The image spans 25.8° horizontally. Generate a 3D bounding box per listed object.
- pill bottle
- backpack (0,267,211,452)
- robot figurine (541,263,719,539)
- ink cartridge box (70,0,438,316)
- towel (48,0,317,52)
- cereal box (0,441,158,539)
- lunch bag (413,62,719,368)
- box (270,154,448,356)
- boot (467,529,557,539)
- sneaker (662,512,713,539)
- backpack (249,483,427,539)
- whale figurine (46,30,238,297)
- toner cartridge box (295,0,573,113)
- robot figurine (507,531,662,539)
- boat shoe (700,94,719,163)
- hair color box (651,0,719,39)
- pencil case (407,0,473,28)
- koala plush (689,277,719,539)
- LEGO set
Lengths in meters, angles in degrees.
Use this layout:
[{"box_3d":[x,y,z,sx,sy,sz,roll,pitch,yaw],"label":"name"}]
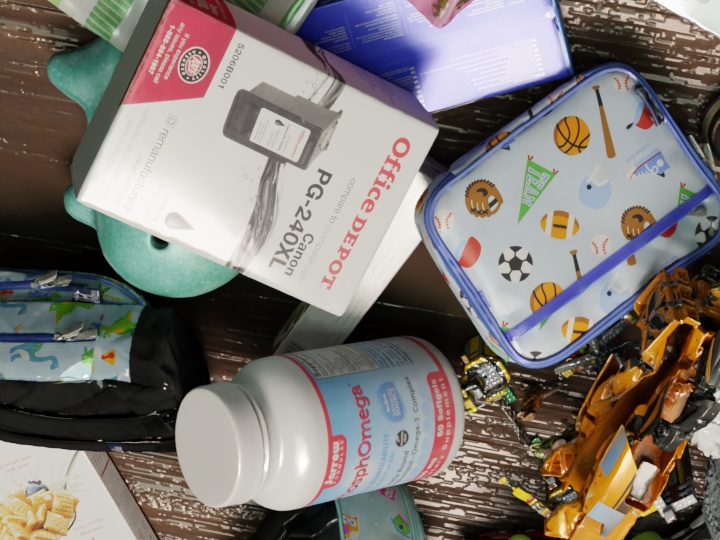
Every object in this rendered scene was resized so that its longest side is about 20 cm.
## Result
[{"box_3d":[-0.029,0.111,1.133,0.198,0.109,0.110,-8,126,-39],"label":"pill bottle"},{"box_3d":[-0.222,0.070,1.172,0.197,0.156,0.163,-11,158,4],"label":"backpack"},{"box_3d":[0.186,0.087,1.033,0.058,0.145,0.202,22,115,-7],"label":"robot figurine"},{"box_3d":[-0.068,-0.080,1.027,0.198,0.083,0.146,24,103,-20],"label":"ink cartridge box"},{"box_3d":[-0.127,-0.212,1.056,0.199,0.023,0.153,36,105,0],"label":"towel"},{"box_3d":[-0.256,0.213,1.306,0.142,0.040,0.201,-21,113,16],"label":"cereal box"},{"box_3d":[0.148,-0.036,1.071,0.199,0.076,0.161,-34,92,-6],"label":"lunch bag"},{"box_3d":[0.000,0.000,1.171,0.041,0.039,0.201,31,116,-11],"label":"box"},{"box_3d":[0.086,0.294,1.299,0.201,0.074,0.156,-7,107,18],"label":"boot"},{"box_3d":[0.251,0.252,1.243,0.199,0.091,0.067,-38,107,22],"label":"sneaker"},{"box_3d":[-0.018,0.251,1.227,0.151,0.176,0.202,11,119,-19],"label":"backpack"},{"box_3d":[-0.149,-0.072,1.115,0.158,0.104,0.201,-22,110,17],"label":"whale figurine"},{"box_3d":[0.040,-0.159,1.085,0.198,0.043,0.096,-13,115,13],"label":"toner cartridge box"},{"box_3d":[0.164,0.284,1.184,0.200,0.116,0.176,-41,105,15],"label":"robot figurine"},{"box_3d":[0.317,-0.045,1.095,0.199,0.074,0.075,34,116,-11],"label":"boat shoe"},{"box_3d":[0.187,-0.239,1.019,0.198,0.061,0.100,27,117,-7],"label":"hair color box"},{"box_3d":[0.006,-0.242,1.000,0.200,0.087,0.083,40,113,1],"label":"pencil case"},{"box_3d":[0.291,0.107,1.118,0.183,0.178,0.200,-25,122,31],"label":"koala plush"},{"box_3d":[0.161,0.121,1.171,0.152,0.116,0.202,-21,112,15],"label":"LEGO set"}]
